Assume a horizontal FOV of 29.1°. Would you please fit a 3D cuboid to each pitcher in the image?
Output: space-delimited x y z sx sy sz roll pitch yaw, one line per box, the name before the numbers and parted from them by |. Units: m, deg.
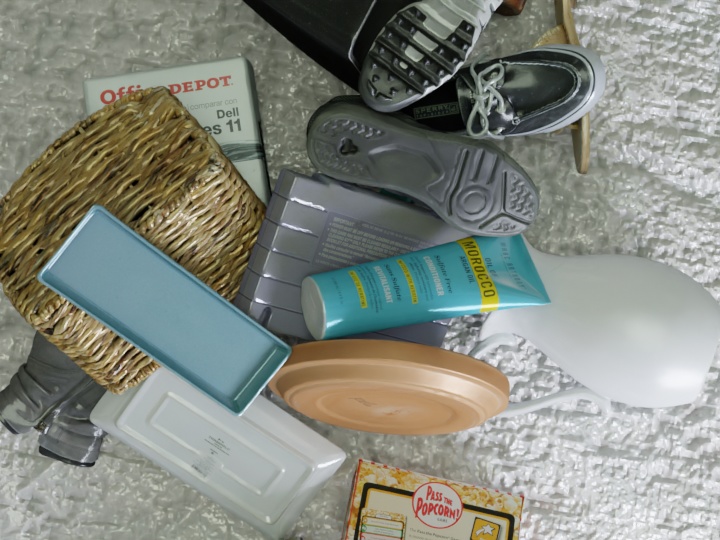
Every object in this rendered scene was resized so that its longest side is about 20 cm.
pitcher | 0.193 0.063 1.181 0.199 0.121 0.173 19 100 10

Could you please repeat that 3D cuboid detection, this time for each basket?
basket | -0.184 -0.028 1.110 0.200 0.149 0.143 -41 55 -2

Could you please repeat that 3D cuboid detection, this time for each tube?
tube | 0.052 0.012 1.103 0.198 0.050 0.078 -12 71 -22

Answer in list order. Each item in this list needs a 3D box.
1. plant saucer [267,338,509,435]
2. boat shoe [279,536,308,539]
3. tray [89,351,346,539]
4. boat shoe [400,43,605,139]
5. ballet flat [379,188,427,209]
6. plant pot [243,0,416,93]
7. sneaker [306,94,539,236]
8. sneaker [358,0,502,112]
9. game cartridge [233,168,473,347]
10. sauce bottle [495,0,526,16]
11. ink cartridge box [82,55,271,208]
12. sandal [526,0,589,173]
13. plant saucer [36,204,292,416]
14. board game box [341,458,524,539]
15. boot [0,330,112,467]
plant saucer | 0.022 0.101 1.130 0.198 0.201 0.033 6 69 -1
boat shoe | -0.127 0.288 1.190 0.200 0.072 0.062 -39 93 2
tray | -0.121 0.144 1.165 0.199 0.022 0.108 35 108 -10
boat shoe | 0.103 -0.145 1.154 0.198 0.068 0.074 -3 98 28
ballet flat | 0.024 -0.008 1.206 0.071 0.072 0.201 29 91 -1
plant pot | -0.023 -0.281 1.143 0.176 0.199 0.201 28 89 10
sneaker | 0.050 -0.093 1.126 0.198 0.114 0.077 17 109 -10
sneaker | 0.062 -0.190 1.114 0.066 0.091 0.200 36 66 2
game cartridge | 0.000 0.000 1.130 0.199 0.038 0.131 16 93 -36
sauce bottle | 0.145 -0.324 1.201 0.066 0.066 0.201 21 92 -1
ink cartridge box | -0.150 -0.072 1.186 0.145 0.083 0.202 -9 89 -1
sandal | 0.158 -0.186 1.199 0.069 0.078 0.214 0 81 1
plant saucer | -0.143 0.031 1.033 0.200 0.019 0.070 39 93 -28
board game box | 0.051 0.268 1.152 0.150 0.046 0.201 13 54 0
boot | -0.207 0.116 1.201 0.199 0.070 0.132 29 100 -2
